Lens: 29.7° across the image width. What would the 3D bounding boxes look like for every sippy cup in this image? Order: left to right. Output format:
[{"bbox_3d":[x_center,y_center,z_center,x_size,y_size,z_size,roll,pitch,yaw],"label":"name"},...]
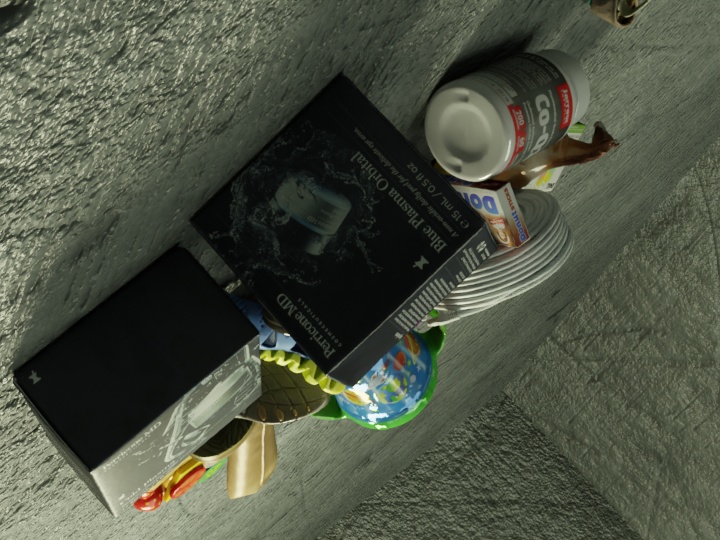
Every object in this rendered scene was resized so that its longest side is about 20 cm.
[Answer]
[{"bbox_3d":[0.010,0.105,1.625,0.179,0.139,0.130,-64,148,-16],"label":"sippy cup"}]

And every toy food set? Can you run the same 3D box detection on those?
[{"bbox_3d":[-0.230,0.245,1.791,0.198,0.049,0.200,-33,163,-38],"label":"toy food set"}]

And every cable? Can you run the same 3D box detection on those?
[{"bbox_3d":[0.148,-0.026,1.593,0.199,0.070,0.200,-19,-157,12],"label":"cable"}]

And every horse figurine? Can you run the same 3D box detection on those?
[{"bbox_3d":[0.196,-0.147,1.638,0.199,0.133,0.050,-22,141,-4],"label":"horse figurine"}]

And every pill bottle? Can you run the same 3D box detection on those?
[{"bbox_3d":[0.171,-0.181,1.526,0.200,0.114,0.114,-29,161,-46],"label":"pill bottle"}]

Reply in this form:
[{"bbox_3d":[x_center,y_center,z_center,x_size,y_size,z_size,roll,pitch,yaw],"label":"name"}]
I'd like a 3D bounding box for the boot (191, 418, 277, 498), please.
[{"bbox_3d":[-0.157,0.233,1.742,0.175,0.066,0.201,-45,155,-37],"label":"boot"}]

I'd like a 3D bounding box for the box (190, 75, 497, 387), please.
[{"bbox_3d":[-0.012,-0.033,1.258,0.200,0.197,0.117,-44,166,1],"label":"box"}]

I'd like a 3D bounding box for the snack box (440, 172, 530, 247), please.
[{"bbox_3d":[0.115,-0.073,1.543,0.024,0.072,0.200,-32,-158,-23],"label":"snack box"}]

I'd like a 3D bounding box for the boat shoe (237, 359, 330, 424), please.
[{"bbox_3d":[-0.127,0.135,1.564,0.199,0.075,0.073,-2,-173,15],"label":"boat shoe"}]

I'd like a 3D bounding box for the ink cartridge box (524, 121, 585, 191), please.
[{"bbox_3d":[0.202,-0.121,1.788,0.201,0.076,0.148,-64,161,16],"label":"ink cartridge box"}]

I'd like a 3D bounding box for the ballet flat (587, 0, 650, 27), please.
[{"bbox_3d":[0.315,-0.344,1.554,0.068,0.067,0.200,-41,166,-13],"label":"ballet flat"}]

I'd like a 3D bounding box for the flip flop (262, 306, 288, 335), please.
[{"bbox_3d":[-0.018,0.015,1.411,0.199,0.081,0.058,-16,117,-38],"label":"flip flop"}]

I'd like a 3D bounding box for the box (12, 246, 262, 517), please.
[{"bbox_3d":[-0.205,0.110,1.300,0.200,0.124,0.197,-40,164,-16],"label":"box"}]

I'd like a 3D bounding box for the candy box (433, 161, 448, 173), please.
[{"bbox_3d":[0.118,-0.110,1.777,0.102,0.026,0.200,-52,165,16],"label":"candy box"}]

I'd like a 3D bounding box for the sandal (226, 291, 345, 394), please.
[{"bbox_3d":[-0.078,0.058,1.463,0.199,0.080,0.087,24,112,-34],"label":"sandal"}]
